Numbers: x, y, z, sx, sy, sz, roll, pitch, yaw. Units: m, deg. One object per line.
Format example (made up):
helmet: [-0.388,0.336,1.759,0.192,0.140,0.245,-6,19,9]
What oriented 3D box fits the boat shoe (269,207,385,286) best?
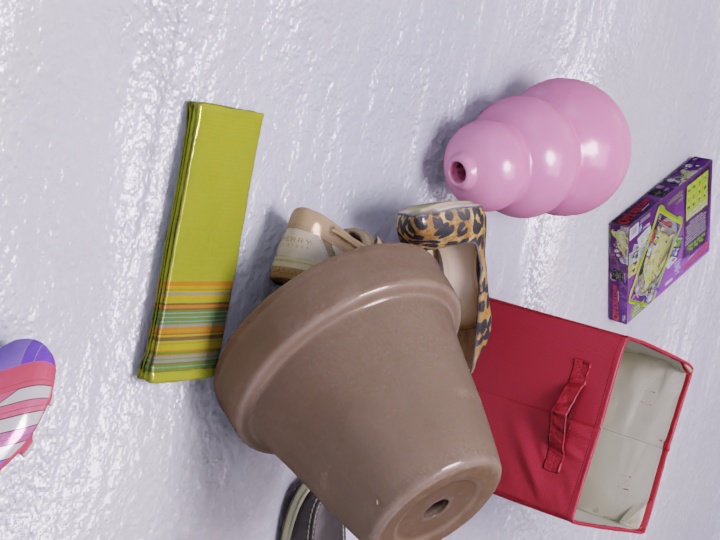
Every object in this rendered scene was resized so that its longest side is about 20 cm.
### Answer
boat shoe: [0.000,0.000,1.296,0.200,0.071,0.065,26,74,-61]

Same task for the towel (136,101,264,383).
towel: [-0.115,-0.019,1.173,0.086,0.018,0.202,1,102,-62]

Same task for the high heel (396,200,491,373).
high heel: [0.075,0.018,1.358,0.200,0.071,0.144,15,71,-76]

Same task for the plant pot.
plant pot: [0.017,0.109,1.205,0.199,0.175,0.201,-25,149,-16]

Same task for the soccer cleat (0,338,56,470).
soccer cleat: [-0.258,0.106,0.971,0.200,0.066,0.077,-51,136,-27]

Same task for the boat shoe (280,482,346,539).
boat shoe: [-0.028,0.272,1.372,0.071,0.066,0.203,-14,115,-52]

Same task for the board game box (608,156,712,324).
board game box: [0.337,-0.036,1.819,0.199,0.032,0.121,-34,125,-44]

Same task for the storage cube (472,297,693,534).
storage cube: [0.181,0.132,1.521,0.199,0.178,0.173,20,86,-56]

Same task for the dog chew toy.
dog chew toy: [0.151,-0.102,1.441,0.199,0.124,0.126,-17,117,-44]
